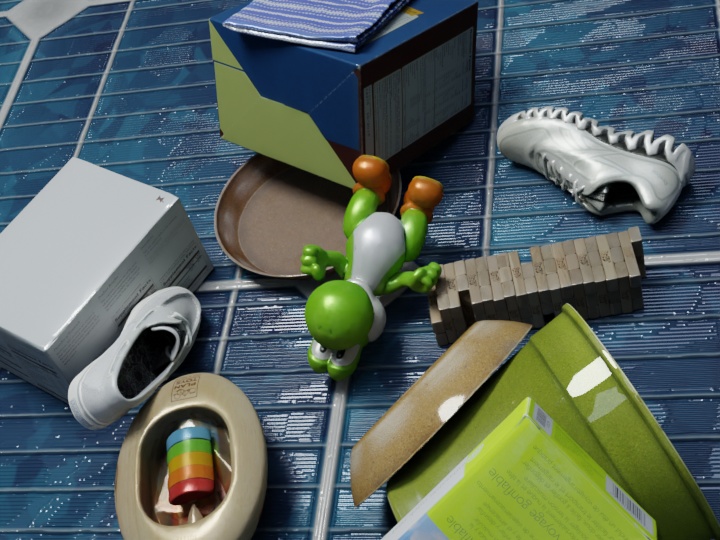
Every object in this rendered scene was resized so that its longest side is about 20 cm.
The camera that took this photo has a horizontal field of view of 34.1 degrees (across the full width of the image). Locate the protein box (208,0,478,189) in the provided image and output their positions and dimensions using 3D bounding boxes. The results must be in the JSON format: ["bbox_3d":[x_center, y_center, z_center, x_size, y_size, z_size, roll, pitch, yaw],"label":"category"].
[{"bbox_3d":[-0.014,-0.206,1.206,0.197,0.136,0.200,23,40,32],"label":"protein box"}]

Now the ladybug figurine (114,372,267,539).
[{"bbox_3d":[-0.139,0.178,1.003,0.134,0.072,0.201,-12,49,8],"label":"ladybug figurine"}]

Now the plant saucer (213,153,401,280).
[{"bbox_3d":[-0.051,-0.062,1.204,0.198,0.035,0.202,-9,49,11],"label":"plant saucer"}]

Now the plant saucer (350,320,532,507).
[{"bbox_3d":[0.054,0.103,0.929,0.035,0.200,0.200,44,70,5],"label":"plant saucer"}]

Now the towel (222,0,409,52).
[{"bbox_3d":[-0.028,-0.273,1.163,0.143,0.024,0.200,12,37,20],"label":"towel"}]

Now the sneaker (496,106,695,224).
[{"bbox_3d":[0.216,-0.101,1.132,0.198,0.075,0.082,17,66,29],"label":"sneaker"}]

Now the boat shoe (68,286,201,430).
[{"bbox_3d":[-0.189,0.069,1.070,0.068,0.072,0.200,-23,11,31],"label":"boat shoe"}]

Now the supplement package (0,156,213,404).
[{"bbox_3d":[-0.276,0.011,1.162,0.155,0.111,0.201,21,59,30],"label":"supplement package"}]

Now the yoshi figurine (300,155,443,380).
[{"bbox_3d":[0.005,-0.002,1.054,0.112,0.112,0.202,4,68,47],"label":"yoshi figurine"}]

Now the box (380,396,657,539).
[{"bbox_3d":[0.084,0.197,0.775,0.122,0.048,0.200,44,106,1],"label":"box"}]

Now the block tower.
[{"bbox_3d":[0.160,0.016,1.059,0.198,0.054,0.058,-12,49,8],"label":"block tower"}]

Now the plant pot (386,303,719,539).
[{"bbox_3d":[0.129,0.162,0.869,0.192,0.201,0.201,-34,48,3],"label":"plant pot"}]
